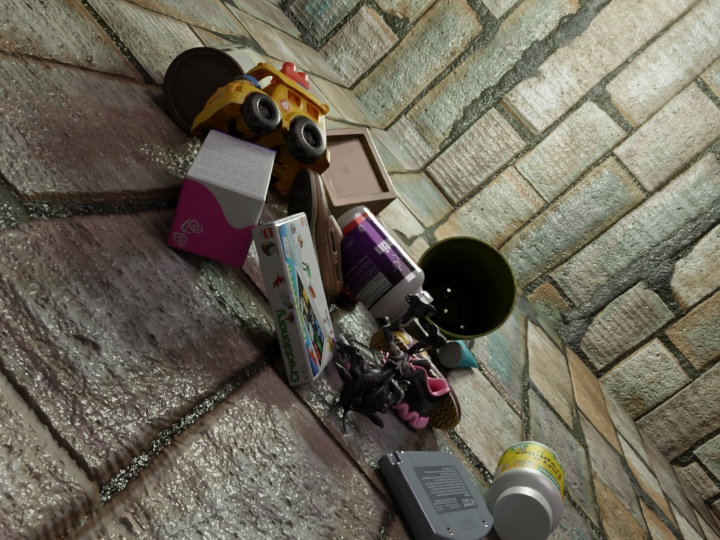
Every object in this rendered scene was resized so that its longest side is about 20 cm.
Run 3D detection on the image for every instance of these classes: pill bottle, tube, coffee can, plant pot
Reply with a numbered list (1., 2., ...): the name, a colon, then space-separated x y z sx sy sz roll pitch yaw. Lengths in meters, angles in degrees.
1. pill bottle: 0.027 -0.002 1.090 0.200 0.112 0.112 49 17 6
2. tube: 0.214 0.179 1.414 0.078 0.050 0.200 64 16 15
3. pill bottle: 0.260 0.350 1.031 0.113 0.113 0.200 51 17 9
4. coffee can: -0.245 -0.322 1.166 0.146 0.146 0.200 45 17 -12
5. plant pot: 0.188 0.058 1.326 0.201 0.200 0.193 52 -15 11

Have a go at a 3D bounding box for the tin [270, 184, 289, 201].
1. tin: -0.155 -0.202 1.323 0.112 0.042 0.200 46 17 -24

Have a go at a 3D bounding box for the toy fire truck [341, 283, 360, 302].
1. toy fire truck: 0.000 0.000 1.252 0.141 0.049 0.200 39 20 -34

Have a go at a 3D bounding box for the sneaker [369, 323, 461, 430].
1. sneaker: 0.102 0.170 1.094 0.200 0.075 0.090 52 23 7

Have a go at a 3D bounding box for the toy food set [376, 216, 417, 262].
1. toy food set: 0.085 -0.021 1.520 0.200 0.060 0.144 45 14 -42

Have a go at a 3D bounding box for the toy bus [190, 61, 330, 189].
1. toy bus: -0.144 -0.253 1.029 0.199 0.135 0.193 27 58 -40

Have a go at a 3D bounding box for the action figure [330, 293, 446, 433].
1. action figure: 0.026 0.130 0.890 0.119 0.200 0.102 55 -22 -15

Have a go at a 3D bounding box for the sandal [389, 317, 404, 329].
1. sandal: 0.074 0.044 1.252 0.081 0.054 0.201 70 9 -48

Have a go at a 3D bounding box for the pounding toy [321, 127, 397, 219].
1. pounding toy: -0.032 -0.155 1.260 0.199 0.142 0.185 -13 74 -39

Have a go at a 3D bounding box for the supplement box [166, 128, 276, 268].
1. supplement box: -0.179 -0.102 0.879 0.103 0.102 0.200 18 25 -13

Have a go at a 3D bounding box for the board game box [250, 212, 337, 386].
1. board game box: -0.080 0.032 0.847 0.126 0.034 0.201 -39 117 -74

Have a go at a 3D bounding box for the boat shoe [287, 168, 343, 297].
1. boat shoe: -0.067 -0.056 1.023 0.068 0.072 0.201 -3 93 -36

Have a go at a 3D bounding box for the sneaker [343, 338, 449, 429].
1. sneaker: 0.056 0.152 0.984 0.200 0.095 0.079 39 21 -26

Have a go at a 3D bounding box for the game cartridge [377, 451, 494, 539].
1. game cartridge: 0.107 0.306 0.877 0.200 0.040 0.134 24 26 -54

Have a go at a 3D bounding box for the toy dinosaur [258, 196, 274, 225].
1. toy dinosaur: -0.179 -0.159 1.118 0.088 0.047 0.201 82 1 -76
